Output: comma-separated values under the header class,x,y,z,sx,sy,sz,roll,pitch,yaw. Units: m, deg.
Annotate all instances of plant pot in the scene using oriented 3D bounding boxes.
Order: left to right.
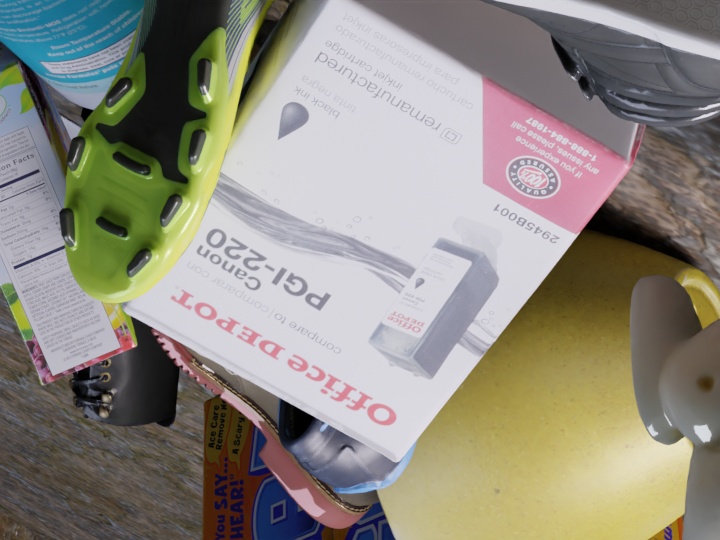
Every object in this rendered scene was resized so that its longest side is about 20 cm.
class,x,y,z,sx,sy,sz,roll,pitch,yaw
plant pot,0.107,0.060,1.424,0.141,0.201,0.200,-10,148,29

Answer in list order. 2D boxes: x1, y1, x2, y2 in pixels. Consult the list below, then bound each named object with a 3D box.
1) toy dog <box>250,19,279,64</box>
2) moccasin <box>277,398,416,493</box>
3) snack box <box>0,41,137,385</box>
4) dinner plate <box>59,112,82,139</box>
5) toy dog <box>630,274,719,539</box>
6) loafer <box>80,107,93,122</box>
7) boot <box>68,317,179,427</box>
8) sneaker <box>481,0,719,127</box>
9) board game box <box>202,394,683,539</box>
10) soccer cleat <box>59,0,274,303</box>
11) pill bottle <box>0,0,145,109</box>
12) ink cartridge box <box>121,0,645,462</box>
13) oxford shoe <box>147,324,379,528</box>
class,x,y,z,sx,sy,sz,roll,pitch,yaw
toy dog,-0.064,-0.108,1.338,0.200,0.096,0.132,36,176,31
moccasin,0.000,0.000,1.343,0.080,0.201,0.068,-18,150,36
snack box,-0.159,-0.048,1.348,0.200,0.053,0.143,-119,8,-71
dinner plate,-0.187,-0.082,1.583,0.199,0.024,0.200,30,177,2
toy dog,0.220,0.051,1.163,0.199,0.194,0.140,-26,119,31
loafer,-0.071,-0.075,1.471,0.070,0.068,0.200,26,174,-32
boot,-0.159,0.028,1.615,0.077,0.139,0.199,18,-167,43
sneaker,0.067,-0.108,1.071,0.199,0.071,0.099,22,161,5
board game box,0.048,0.162,1.630,0.199,0.201,0.199,-27,139,32
soccer cleat,-0.064,-0.081,1.165,0.064,0.201,0.084,16,-179,22
pill bottle,-0.136,-0.158,1.190,0.110,0.111,0.200,16,163,37
ink cartridge box,0.009,-0.035,1.211,0.145,0.085,0.200,29,130,-9
oxford shoe,-0.041,0.033,1.437,0.075,0.071,0.200,-33,105,32
